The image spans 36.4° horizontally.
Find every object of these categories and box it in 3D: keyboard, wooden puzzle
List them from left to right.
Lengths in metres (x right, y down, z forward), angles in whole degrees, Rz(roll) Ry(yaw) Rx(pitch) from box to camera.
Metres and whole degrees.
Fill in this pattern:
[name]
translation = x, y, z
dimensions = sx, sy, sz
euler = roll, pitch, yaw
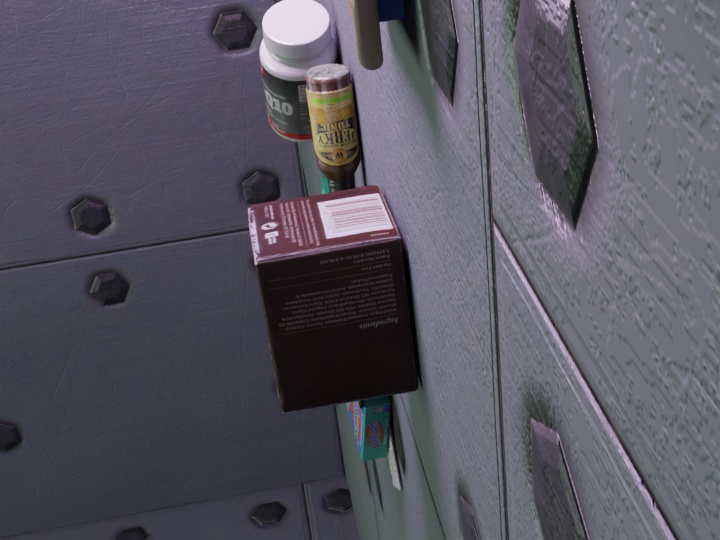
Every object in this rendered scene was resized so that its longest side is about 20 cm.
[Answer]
[wooden puzzle]
translation = 0.005, -0.290, 0.924
dimensions = 0.200, 0.046, 0.185
euler = -98, 2, -57
[keyboard]
translation = 0.043, 0.253, 1.767
dimensions = 0.056, 0.011, 0.200
euler = 152, 108, -85

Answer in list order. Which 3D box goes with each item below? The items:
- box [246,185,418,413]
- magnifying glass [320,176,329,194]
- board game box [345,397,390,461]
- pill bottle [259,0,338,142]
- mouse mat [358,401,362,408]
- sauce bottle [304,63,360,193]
[box]
translation = -0.033, 0.030, 1.279
dimensions = 0.166, 0.164, 0.200
euler = -109, 10, -64
[magnifying glass]
translation = -0.059, -0.115, 2.215
dimensions = 0.200, 0.022, 0.080
euler = -105, 7, -46
[board game box]
translation = 0.001, 0.186, 1.792
dimensions = 0.152, 0.045, 0.200
euler = 93, 164, -47
[pill bottle]
translation = -0.089, -0.294, 1.614
dimensions = 0.200, 0.114, 0.114
euler = 87, 172, -56
[mouse mat]
translation = -0.011, 0.097, 1.646
dimensions = 0.200, 0.008, 0.161
euler = 97, 161, -55
[sauce bottle]
translation = -0.032, -0.177, 1.489
dimensions = 0.065, 0.065, 0.200
euler = -108, 8, -62
